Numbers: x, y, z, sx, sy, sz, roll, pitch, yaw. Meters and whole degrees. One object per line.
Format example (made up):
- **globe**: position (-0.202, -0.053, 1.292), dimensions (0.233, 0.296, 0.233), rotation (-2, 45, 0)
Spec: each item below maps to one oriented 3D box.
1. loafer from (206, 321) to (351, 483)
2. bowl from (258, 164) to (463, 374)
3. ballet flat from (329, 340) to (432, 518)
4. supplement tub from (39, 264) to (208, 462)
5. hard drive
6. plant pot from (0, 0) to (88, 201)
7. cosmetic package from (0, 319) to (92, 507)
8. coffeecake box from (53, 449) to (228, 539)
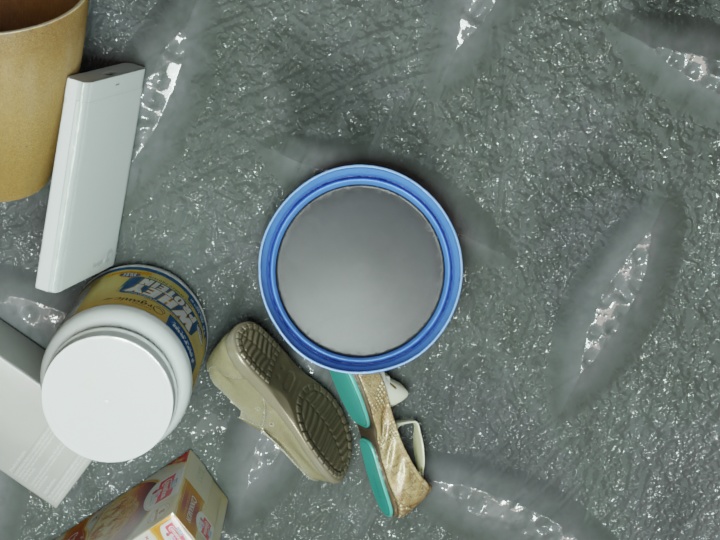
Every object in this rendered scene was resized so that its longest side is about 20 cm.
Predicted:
- **loafer**: position (-0.082, 0.136, 1.651), dimensions (0.068, 0.076, 0.201), rotation (-20, 114, 38)
- **bowl**: position (0.000, 0.000, 1.595), dimensions (0.198, 0.039, 0.203), rotation (0, 88, 0)
- **ballet flat**: position (0.023, 0.152, 1.664), dimensions (0.065, 0.070, 0.202), rotation (-24, 109, -19)
- **supplement tub**: position (-0.226, 0.088, 1.570), dimensions (0.143, 0.200, 0.146), rotation (0, 107, 1)
- **hard drive**: position (-0.255, -0.090, 1.554), dimensions (0.026, 0.132, 0.202), rotation (16, 107, 14)
- **plant pot**: position (-0.339, -0.172, 1.520), dimensions (0.184, 0.187, 0.202), rotation (3, 124, 0)
- **cosmetic package**: position (-0.350, 0.132, 1.648), dimensions (0.199, 0.090, 0.107), rotation (39, 104, -7)
- **coffeecake box**: position (-0.238, 0.289, 1.655), dimensions (0.199, 0.154, 0.073), rotation (-33, 104, 10)
